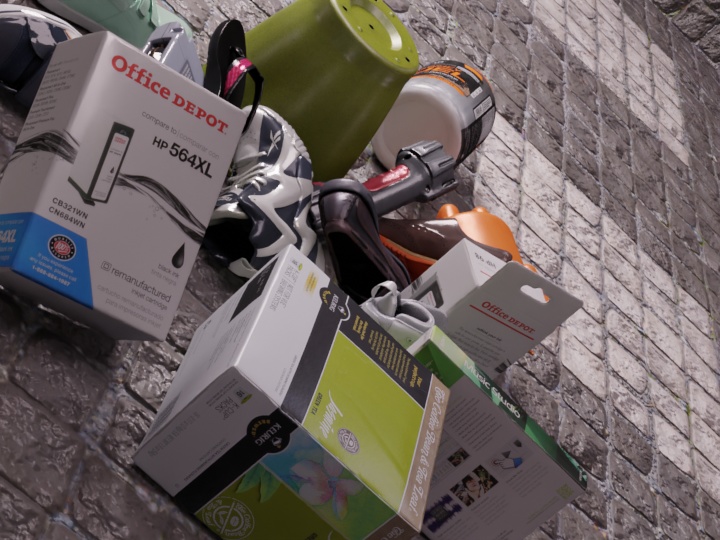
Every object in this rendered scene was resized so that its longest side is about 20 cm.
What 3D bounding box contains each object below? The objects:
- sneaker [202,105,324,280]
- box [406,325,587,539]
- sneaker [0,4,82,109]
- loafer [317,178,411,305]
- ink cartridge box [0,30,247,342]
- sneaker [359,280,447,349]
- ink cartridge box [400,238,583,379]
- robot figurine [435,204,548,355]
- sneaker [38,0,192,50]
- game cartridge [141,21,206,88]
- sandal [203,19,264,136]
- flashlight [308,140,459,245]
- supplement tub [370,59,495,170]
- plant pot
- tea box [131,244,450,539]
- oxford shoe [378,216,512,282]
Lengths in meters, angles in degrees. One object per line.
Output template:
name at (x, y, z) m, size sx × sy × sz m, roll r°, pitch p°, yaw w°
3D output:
sneaker at (-0.110, -0.074, 1.416) m, size 0.129 × 0.079 × 0.201 m, roll 13°, pitch 63°, yaw -54°
box at (0.083, 0.164, 1.346) m, size 0.200 × 0.144 × 0.036 m, roll 44°, pitch 22°, yaw -11°
sneaker at (-0.255, -0.161, 1.328) m, size 0.199 × 0.078 × 0.080 m, roll 27°, pitch 28°, yaw -40°
loafer at (0.000, 0.000, 1.473) m, size 0.201 × 0.071 × 0.063 m, roll 67°, pitch 24°, yaw -43°
ink cartridge box at (-0.194, -0.064, 1.175) m, size 0.146 × 0.084 × 0.201 m, roll 28°, pitch 73°, yaw -34°
sneaker at (0.048, 0.106, 1.399) m, size 0.200 × 0.115 × 0.075 m, roll 49°, pitch 27°, yaw -1°
ink cartridge box at (0.105, 0.047, 1.468) m, size 0.115 × 0.200 × 0.067 m, roll 28°, pitch 33°, yaw -36°
robot figurine at (0.124, 0.018, 1.635) m, size 0.144 × 0.116 × 0.201 m, roll 41°, pitch 24°, yaw -42°
sneaker at (-0.217, -0.282, 1.500) m, size 0.200 × 0.118 × 0.074 m, roll 20°, pitch 37°, yaw -46°
game cartridge at (-0.173, -0.122, 1.345) m, size 0.200 × 0.041 × 0.134 m, roll -76°, pitch 158°, yaw -57°
sandal at (-0.118, -0.161, 1.421) m, size 0.075 × 0.045 × 0.201 m, roll 67°, pitch 20°, yaw -43°
flashlight at (0.008, -0.084, 1.552) m, size 0.199 × 0.068 × 0.068 m, roll -28°, pitch 120°, yaw -35°
supplement tub at (0.095, -0.188, 1.851) m, size 0.123 × 0.122 × 0.200 m, roll 48°, pitch 26°, yaw -1°
plant pot at (-0.046, -0.194, 1.563) m, size 0.200 × 0.193 × 0.201 m, roll 37°, pitch 29°, yaw -24°
tea box at (-0.048, 0.123, 1.211) m, size 0.197 × 0.134 × 0.200 m, roll 42°, pitch 27°, yaw -11°
oxford shoe at (0.066, -0.025, 1.574) m, size 0.199 × 0.073 × 0.071 m, roll 27°, pitch -21°, yaw 24°
